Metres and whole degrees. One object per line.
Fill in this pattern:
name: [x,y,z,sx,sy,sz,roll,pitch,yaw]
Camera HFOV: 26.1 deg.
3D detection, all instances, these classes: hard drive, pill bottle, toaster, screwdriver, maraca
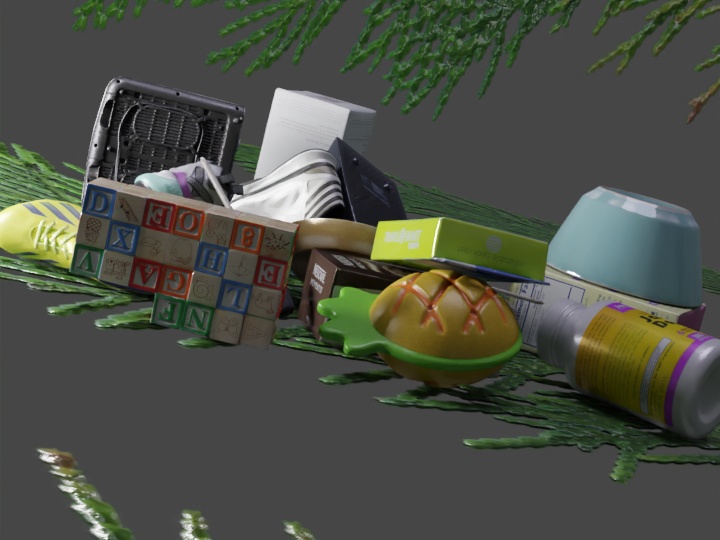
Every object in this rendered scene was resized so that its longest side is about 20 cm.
hard drive: [0.013,-0.055,1.859,0.135,0.042,0.201,36,29,-41]
pill bottle: [0.282,0.093,1.607,0.199,0.105,0.104,22,12,38]
toaster: [-0.253,-0.136,1.919,0.198,0.182,0.119,12,4,-10]
screwdriver: [0.111,0.013,1.749,0.199,0.029,0.028,21,-31,-2]
maraca: [0.057,0.054,1.488,0.198,0.108,0.137,5,26,-6]
screwdriver: [-0.118,-0.039,1.604,0.028,0.029,0.201,-3,62,-50]

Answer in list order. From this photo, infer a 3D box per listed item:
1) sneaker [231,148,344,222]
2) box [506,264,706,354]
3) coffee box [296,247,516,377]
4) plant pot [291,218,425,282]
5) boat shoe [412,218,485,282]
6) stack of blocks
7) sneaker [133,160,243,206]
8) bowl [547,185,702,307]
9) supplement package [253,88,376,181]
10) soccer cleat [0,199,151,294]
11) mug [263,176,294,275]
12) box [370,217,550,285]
sneaker: [-0.103,-0.048,1.818,0.076,0.200,0.116,31,34,-47]
box: [0.288,0.061,1.841,0.199,0.097,0.176,19,10,20]
coffee box: [0.045,0.043,1.611,0.198,0.080,0.113,12,9,-18]
plant pot: [0.000,0.000,1.728,0.198,0.028,0.200,13,-21,5]
boat shoe: [0.116,0.004,1.812,0.199,0.066,0.075,37,18,-21]
stack of blocks: [-0.167,-0.007,1.461,0.198,0.116,0.059,14,9,0]
sneaker: [-0.198,-0.076,1.733,0.139,0.078,0.200,-16,3,-26]
bowl: [0.324,-0.036,1.849,0.199,0.106,0.201,15,8,-2]
supplement package: [-0.070,-0.140,2.151,0.116,0.202,0.117,17,9,17]
soccer cleat: [-0.277,-0.024,1.558,0.198,0.065,0.084,14,16,1]
mug: [-0.073,-0.065,1.963,0.151,0.115,0.185,12,10,-18]
box: [0.101,-0.019,1.559,0.121,0.048,0.200,12,-3,-19]
